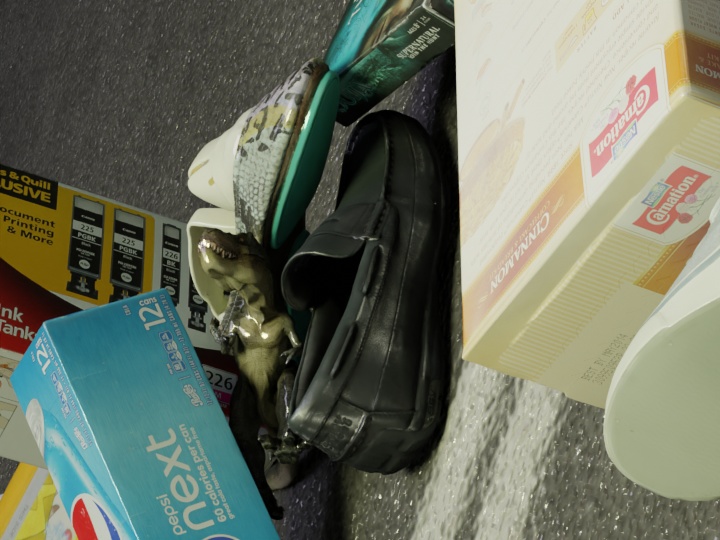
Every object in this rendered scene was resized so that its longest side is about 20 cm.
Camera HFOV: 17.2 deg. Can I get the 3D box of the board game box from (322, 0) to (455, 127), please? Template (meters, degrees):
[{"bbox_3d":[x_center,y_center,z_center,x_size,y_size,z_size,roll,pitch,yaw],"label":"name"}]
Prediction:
[{"bbox_3d":[0.045,-0.176,1.137,0.135,0.028,0.201,-33,31,61],"label":"board game box"}]

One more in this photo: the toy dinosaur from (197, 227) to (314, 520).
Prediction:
[{"bbox_3d":[-0.044,0.069,1.127,0.201,0.047,0.088,86,179,-46],"label":"toy dinosaur"}]

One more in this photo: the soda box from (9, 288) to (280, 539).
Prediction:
[{"bbox_3d":[-0.087,0.115,1.083,0.201,0.068,0.064,64,147,17],"label":"soda box"}]

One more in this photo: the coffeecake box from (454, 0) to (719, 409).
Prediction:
[{"bbox_3d":[0.101,-0.076,0.881,0.154,0.073,0.201,-52,27,43],"label":"coffeecake box"}]

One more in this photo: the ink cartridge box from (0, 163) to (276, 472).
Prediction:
[{"bbox_3d":[-0.141,0.018,1.262,0.176,0.199,0.084,-92,27,-45],"label":"ink cartridge box"}]

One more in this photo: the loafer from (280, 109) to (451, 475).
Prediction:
[{"bbox_3d":[0.000,0.000,1.090,0.068,0.070,0.201,-51,27,44],"label":"loafer"}]

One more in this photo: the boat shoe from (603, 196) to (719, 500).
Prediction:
[{"bbox_3d":[0.144,-0.008,0.734,0.201,0.070,0.072,-56,7,38],"label":"boat shoe"}]

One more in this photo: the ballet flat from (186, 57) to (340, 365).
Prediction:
[{"bbox_3d":[-0.052,-0.026,1.157,0.201,0.071,0.072,96,175,-46],"label":"ballet flat"}]

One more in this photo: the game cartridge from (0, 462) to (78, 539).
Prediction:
[{"bbox_3d":[-0.173,0.192,1.342,0.201,0.032,0.176,-59,40,12],"label":"game cartridge"}]

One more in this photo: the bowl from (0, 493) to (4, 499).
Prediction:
[{"bbox_3d":[-0.228,0.231,1.503,0.200,0.074,0.201,179,109,-71],"label":"bowl"}]
